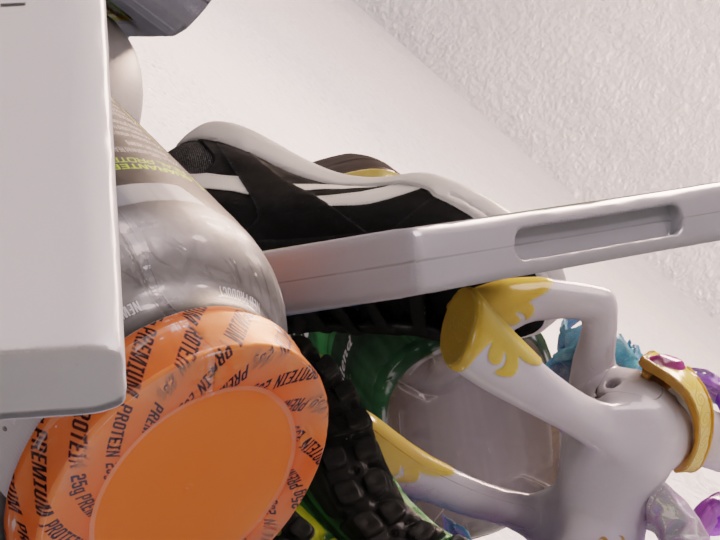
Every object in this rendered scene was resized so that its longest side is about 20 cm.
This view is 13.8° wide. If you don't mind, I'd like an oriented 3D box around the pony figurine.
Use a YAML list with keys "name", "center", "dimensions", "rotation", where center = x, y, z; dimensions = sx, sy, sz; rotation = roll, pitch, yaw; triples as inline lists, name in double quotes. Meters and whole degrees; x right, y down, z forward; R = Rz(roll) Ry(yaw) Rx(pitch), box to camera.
- name: "pony figurine"
  center: [0.088, 0.094, 1.081]
  dimensions: [0.199, 0.194, 0.167]
  rotation: [11, 18, -29]

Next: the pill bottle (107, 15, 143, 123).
- name: "pill bottle"
  center: [-0.173, -0.084, 1.075]
  dimensions: [0.113, 0.113, 0.200]
  rotation: [44, 11, 34]

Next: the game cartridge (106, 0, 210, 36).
- name: "game cartridge"
  center: [-0.126, -0.141, 1.152]
  dimensions: [0.133, 0.041, 0.200]
  rotation: [40, -5, -12]

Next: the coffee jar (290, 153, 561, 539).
- name: "coffee jar"
  center: [0.015, 0.028, 1.305]
  dimensions: [0.200, 0.085, 0.105]
  rotation: [-128, -157, -59]

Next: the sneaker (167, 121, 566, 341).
- name: "sneaker"
  center: [-0.025, 0.012, 1.173]
  dimensions: [0.199, 0.112, 0.073]
  rotation: [17, -44, 37]

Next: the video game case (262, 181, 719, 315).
- name: "video game case"
  center: [0.000, 0.000, 0.973]
  dimensions: [0.199, 0.022, 0.182]
  rotation: [-8, 0, 41]

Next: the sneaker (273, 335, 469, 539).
- name: "sneaker"
  center: [0.009, 0.110, 0.926]
  dimensions: [0.200, 0.078, 0.085]
  rotation: [56, -16, 26]

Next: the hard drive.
- name: "hard drive"
  center: [-0.132, -0.037, 0.796]
  dimensions: [0.131, 0.027, 0.201]
  rotation: [-4, 42, -4]

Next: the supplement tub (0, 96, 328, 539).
- name: "supplement tub"
  center: [-0.103, 0.003, 0.862]
  dimensions: [0.200, 0.123, 0.122]
  rotation: [44, 10, 37]
